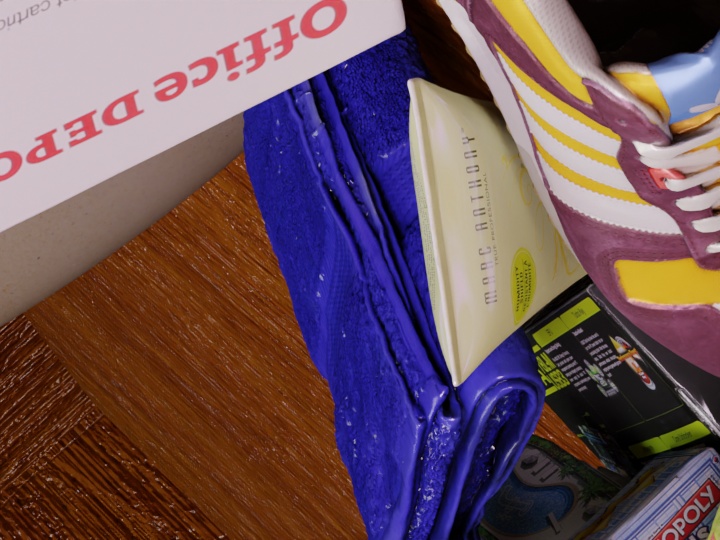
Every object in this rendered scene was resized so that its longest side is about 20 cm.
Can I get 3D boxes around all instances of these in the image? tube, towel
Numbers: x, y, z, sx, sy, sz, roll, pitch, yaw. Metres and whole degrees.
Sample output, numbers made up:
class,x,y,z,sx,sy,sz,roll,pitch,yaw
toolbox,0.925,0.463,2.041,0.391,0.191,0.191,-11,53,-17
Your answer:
class,x,y,z,sx,sy,sz,roll,pitch,yaw
tube,0.043,-0.016,0.795,0.058,0.052,0.200,42,-167,8
towel,0.000,0.000,0.953,0.148,0.049,0.200,105,152,-53

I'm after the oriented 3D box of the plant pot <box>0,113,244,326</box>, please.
class,x,y,z,sx,sy,sz,roll,pitch,yaw
plant pot,-0.156,-0.059,1.139,0.187,0.200,0.187,42,-174,-5

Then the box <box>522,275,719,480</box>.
class,x,y,z,sx,sy,sz,roll,pitch,yaw
box,0.138,0.075,0.979,0.193,0.048,0.200,50,171,3

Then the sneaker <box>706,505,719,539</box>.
class,x,y,z,sx,sy,sz,roll,pitch,yaw
sneaker,0.142,0.070,0.772,0.078,0.090,0.200,47,160,9

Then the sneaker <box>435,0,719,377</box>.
class,x,y,z,sx,sy,sz,roll,pitch,yaw
sneaker,0.078,-0.039,0.700,0.200,0.075,0.090,51,176,-24

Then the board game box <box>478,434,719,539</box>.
class,x,y,z,sx,sy,sz,roll,pitch,yaw
board game box,0.111,0.122,0.965,0.200,0.062,0.200,35,163,54

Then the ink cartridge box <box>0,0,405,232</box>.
class,x,y,z,sx,sy,sz,roll,pitch,yaw
ink cartridge box,-0.096,-0.136,0.692,0.145,0.147,0.200,51,161,41
